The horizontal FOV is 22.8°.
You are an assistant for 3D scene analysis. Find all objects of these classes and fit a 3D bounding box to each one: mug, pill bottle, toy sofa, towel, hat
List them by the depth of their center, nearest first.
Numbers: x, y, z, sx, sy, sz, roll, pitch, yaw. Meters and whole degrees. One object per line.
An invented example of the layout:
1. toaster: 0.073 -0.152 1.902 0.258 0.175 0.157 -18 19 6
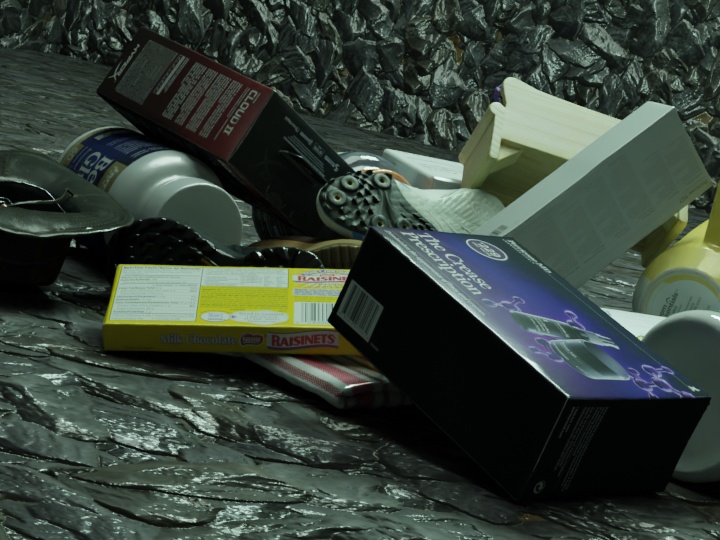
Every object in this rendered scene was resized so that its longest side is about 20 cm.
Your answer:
1. pill bottle: 0.282 0.086 1.221 0.199 0.114 0.112 3 12 -44
2. towel: 0.012 0.069 1.265 0.199 0.030 0.146 0 13 -41
3. hat: -0.272 -0.031 1.358 0.199 0.081 0.201 12 17 -4
4. pill bottle: -0.178 -0.052 1.504 0.111 0.112 0.200 6 10 -32
5. mug: 0.303 0.012 1.541 0.149 0.188 0.153 -19 -4 34
6. toy sofa: 0.192 -0.086 1.596 0.199 0.098 0.083 17 -36 -10
7. pill bottle: -0.020 -0.057 1.660 0.106 0.107 0.200 8 -1 -24

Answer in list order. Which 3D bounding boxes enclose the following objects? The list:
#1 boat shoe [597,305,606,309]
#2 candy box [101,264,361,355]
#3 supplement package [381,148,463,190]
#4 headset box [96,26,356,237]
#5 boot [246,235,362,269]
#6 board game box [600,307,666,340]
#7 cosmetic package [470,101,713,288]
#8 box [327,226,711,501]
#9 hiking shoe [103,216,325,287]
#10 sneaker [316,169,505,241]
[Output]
1. boat shoe: 0.141 0.022 1.599 0.199 0.067 0.070 9 9 -17
2. candy box: -0.074 0.027 1.239 0.199 0.027 0.102 1 21 -1
3. supplement package: 0.087 -0.036 1.715 0.119 0.122 0.200 11 9 -14
4. headset box: -0.108 -0.115 1.536 0.200 0.075 0.149 29 -8 39
5. boot: 0.000 0.000 1.489 0.199 0.073 0.166 6 10 25
6. board game box: 0.278 0.083 1.393 0.199 0.035 0.126 9 25 -18
7. cosmetic package: 0.194 -0.051 1.501 0.200 0.083 0.051 -36 20 -11
8. box: 0.097 0.055 1.126 0.141 0.079 0.200 6 26 -44
9. hiking shoe: -0.103 0.014 1.368 0.199 0.076 0.101 13 -13 26
10. sneaker: 0.040 -0.038 1.512 0.199 0.072 0.072 6 -33 -40
